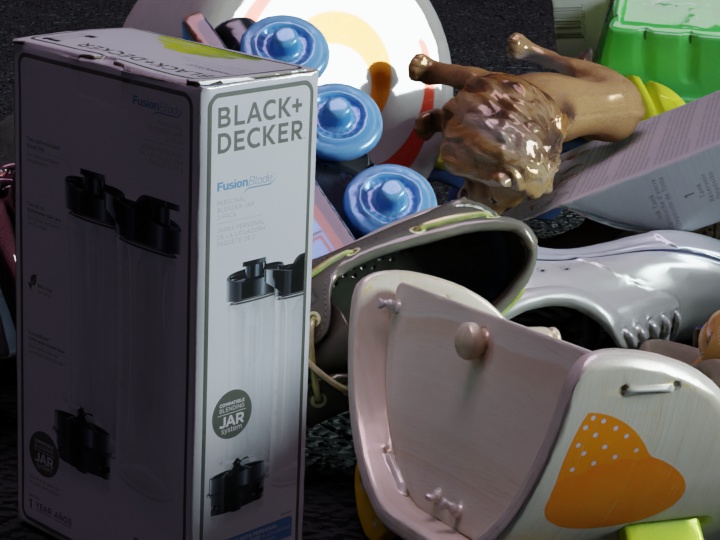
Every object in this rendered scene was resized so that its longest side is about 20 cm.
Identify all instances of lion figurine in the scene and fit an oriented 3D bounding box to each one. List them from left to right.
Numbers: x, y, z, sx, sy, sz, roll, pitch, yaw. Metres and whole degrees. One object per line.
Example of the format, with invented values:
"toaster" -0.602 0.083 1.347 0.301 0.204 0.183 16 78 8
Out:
"lion figurine" 0.108 -0.091 1.090 0.200 0.073 0.122 -24 33 -38

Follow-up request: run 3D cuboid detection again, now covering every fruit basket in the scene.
"fruit basket" 0.227 -0.117 1.292 0.185 0.200 0.094 6 59 16

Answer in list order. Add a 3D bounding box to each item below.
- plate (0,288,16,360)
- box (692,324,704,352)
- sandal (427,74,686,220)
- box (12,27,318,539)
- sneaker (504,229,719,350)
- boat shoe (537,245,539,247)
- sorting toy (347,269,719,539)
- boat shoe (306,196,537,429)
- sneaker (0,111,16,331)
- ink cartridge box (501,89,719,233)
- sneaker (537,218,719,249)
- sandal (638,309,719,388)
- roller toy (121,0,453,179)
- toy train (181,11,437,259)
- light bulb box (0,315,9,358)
"plate" -0.159 -0.009 1.014 0.199 0.026 0.200 -15 22 6
"box" 0.281 0.037 1.008 0.121 0.033 0.200 17 23 41
"sandal" 0.117 -0.072 1.225 0.199 0.087 0.080 -6 29 14
"box" -0.077 0.013 0.737 0.060 0.201 0.116 -14 21 -43
"sneaker" 0.127 0.027 0.989 0.199 0.073 0.071 -3 43 -21
"boat shoe" -0.001 0.002 1.029 0.201 0.075 0.065 -5 20 -1
"sorting toy" 0.107 0.074 0.756 0.179 0.107 0.200 8 5 -23
"boat shoe" -0.012 0.027 0.840 0.201 0.072 0.060 -29 10 -20
"sneaker" -0.145 -0.032 0.900 0.075 0.116 0.200 -17 51 -9
"ink cartridge box" 0.162 -0.048 1.091 0.200 0.050 0.162 -24 9 19
"sneaker" 0.176 -0.026 1.139 0.075 0.071 0.200 22 25 34
"sandal" 0.180 0.044 0.868 0.080 0.054 0.200 19 0 -4
"roller toy" -0.050 -0.111 1.147 0.182 0.201 0.140 25 -12 -28
"toy train" -0.043 -0.043 0.946 0.114 0.087 0.200 -23 62 -20
"light bulb box" -0.293 -0.017 0.906 0.198 0.125 0.200 -15 21 -20
